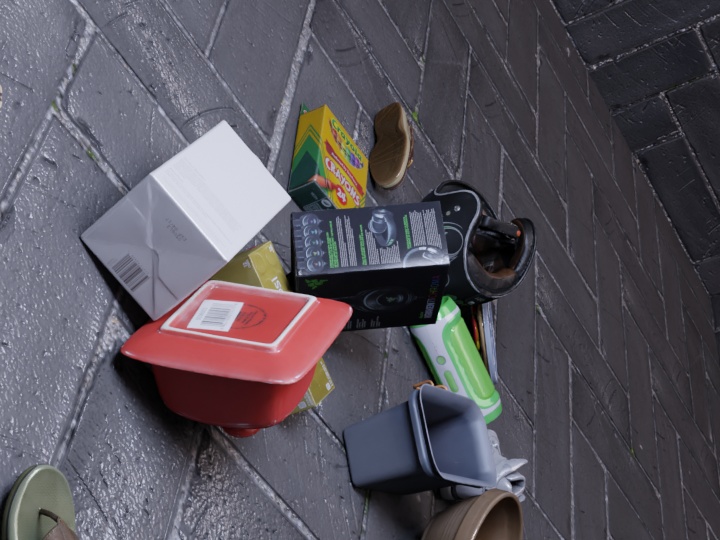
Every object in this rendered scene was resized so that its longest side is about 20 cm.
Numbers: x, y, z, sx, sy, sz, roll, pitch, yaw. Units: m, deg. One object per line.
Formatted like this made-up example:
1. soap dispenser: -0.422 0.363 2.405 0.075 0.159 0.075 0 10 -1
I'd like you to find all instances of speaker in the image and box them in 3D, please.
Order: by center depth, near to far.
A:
1. speaker: 0.147 0.144 1.990 0.200 0.088 0.088 65 25 -11

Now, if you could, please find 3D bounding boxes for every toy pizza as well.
1. toy pizza: 0.206 0.098 2.167 0.200 0.032 0.200 -7 90 -82

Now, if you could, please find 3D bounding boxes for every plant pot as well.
1. plant pot: 0.138 0.385 1.727 0.201 0.093 0.201 -32 128 -53

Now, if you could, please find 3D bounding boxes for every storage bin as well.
1. storage bin: 0.072 0.230 1.704 0.200 0.134 0.146 25 49 -59

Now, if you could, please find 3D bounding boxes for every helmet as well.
1. helmet: 0.164 -0.044 2.043 0.200 0.191 0.200 -5 100 -34

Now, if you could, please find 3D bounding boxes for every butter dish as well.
1. butter dish: -0.128 0.109 1.364 0.200 0.199 0.148 -53 148 -61

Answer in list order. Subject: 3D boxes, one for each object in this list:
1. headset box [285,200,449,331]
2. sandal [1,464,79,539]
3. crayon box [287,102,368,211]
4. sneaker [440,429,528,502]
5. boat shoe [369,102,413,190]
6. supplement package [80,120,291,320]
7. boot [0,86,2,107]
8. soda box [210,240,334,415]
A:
1. headset box: 0.000 0.000 1.608 0.174 0.200 0.093 97 -13 -62
2. sandal: -0.257 0.262 1.080 0.080 0.057 0.201 32 43 -54
3. crayon box: -0.044 -0.149 1.858 0.127 0.051 0.200 49 30 -37
4. sneaker: 0.202 0.300 1.928 0.200 0.115 0.075 -29 125 -63
5. boat shoe: 0.061 -0.191 2.092 0.072 0.072 0.200 50 24 -34
6. supplement package: -0.183 -0.058 1.382 0.121 0.120 0.200 49 27 -6
7. boot: -0.383 -0.182 1.046 0.073 0.151 0.200 -8 79 -65
8. soda box: -0.107 0.072 1.537 0.200 0.064 0.068 66 24 -7
